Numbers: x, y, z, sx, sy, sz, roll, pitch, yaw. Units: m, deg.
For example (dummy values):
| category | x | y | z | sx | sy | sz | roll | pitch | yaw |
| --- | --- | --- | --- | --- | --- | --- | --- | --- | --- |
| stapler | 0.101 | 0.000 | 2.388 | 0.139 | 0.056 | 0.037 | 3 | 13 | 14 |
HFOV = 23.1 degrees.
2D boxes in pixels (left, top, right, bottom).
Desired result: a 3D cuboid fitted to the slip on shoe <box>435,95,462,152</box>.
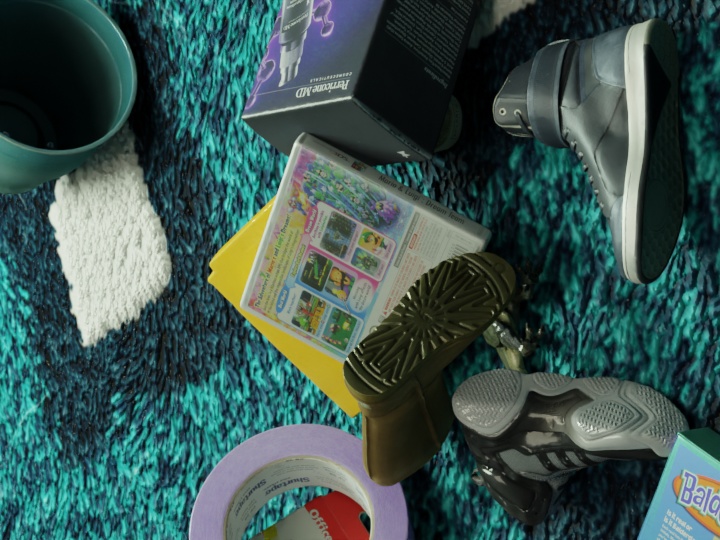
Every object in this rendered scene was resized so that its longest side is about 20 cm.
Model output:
| category | x | y | z | sx | sy | sz | roll | pitch | yaw |
| --- | --- | --- | --- | --- | --- | --- | --- | --- | --- |
| slip on shoe | 0.003 | -0.131 | 1.596 | 0.199 | 0.060 | 0.077 | 5 | 96 | 47 |

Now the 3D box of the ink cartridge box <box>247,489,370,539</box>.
| category | x | y | z | sx | sy | sz | roll | pitch | yaw |
| --- | --- | --- | --- | --- | --- | --- | --- | --- | --- |
| ink cartridge box | -0.053 | 0.293 | 1.628 | 0.117 | 0.199 | 0.068 | 54 | 167 | 30 |

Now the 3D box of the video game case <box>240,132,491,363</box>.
| category | x | y | z | sx | sy | sz | roll | pitch | yaw |
| --- | --- | --- | --- | --- | --- | --- | --- | --- | --- |
| video game case | 0.000 | 0.000 | 1.514 | 0.181 | 0.024 | 0.201 | 28 | 131 | 7 |

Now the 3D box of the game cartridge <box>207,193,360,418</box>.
| category | x | y | z | sx | sy | sz | roll | pitch | yaw |
| --- | --- | --- | --- | --- | --- | --- | --- | --- | --- |
| game cartridge | -0.023 | 0.020 | 1.575 | 0.200 | 0.032 | 0.176 | 45 | 130 | -7 |

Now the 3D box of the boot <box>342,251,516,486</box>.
| category | x | y | z | sx | sy | sz | roll | pitch | yaw |
| --- | --- | --- | --- | --- | --- | --- | --- | --- | --- |
| boot | 0.060 | 0.084 | 1.481 | 0.066 | 0.174 | 0.201 | 51 | 170 | 26 |

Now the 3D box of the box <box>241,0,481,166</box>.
| category | x | y | z | sx | sy | sz | roll | pitch | yaw |
| --- | --- | --- | --- | --- | --- | --- | --- | --- | --- |
| box | 0.007 | -0.196 | 1.502 | 0.147 | 0.104 | 0.202 | -6 | 59 | 46 |

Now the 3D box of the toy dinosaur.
| category | x | y | z | sx | sy | sz | roll | pitch | yaw |
| --- | --- | --- | --- | --- | --- | --- | --- | --- | --- |
| toy dinosaur | 0.124 | 0.044 | 1.488 | 0.088 | 0.047 | 0.202 | -41 | 63 | 55 |

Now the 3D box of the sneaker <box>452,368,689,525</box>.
| category | x | y | z | sx | sy | sz | roll | pitch | yaw |
| --- | --- | --- | --- | --- | --- | --- | --- | --- | --- |
| sneaker | 0.172 | 0.148 | 1.425 | 0.198 | 0.076 | 0.115 | 7 | 122 | 27 |

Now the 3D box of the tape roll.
| category | x | y | z | sx | sy | sz | roll | pitch | yaw |
| --- | --- | --- | --- | --- | --- | --- | --- | --- | --- |
| tape roll | -0.051 | 0.242 | 1.579 | 0.201 | 0.199 | 0.066 | 54 | 168 | 30 |

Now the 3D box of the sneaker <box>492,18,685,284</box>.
| category | x | y | z | sx | sy | sz | roll | pitch | yaw |
| --- | --- | --- | --- | --- | --- | --- | --- | --- | --- |
| sneaker | 0.177 | -0.087 | 1.389 | 0.145 | 0.077 | 0.205 | -5 | 79 | 36 |

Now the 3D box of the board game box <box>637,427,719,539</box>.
| category | x | y | z | sx | sy | sz | roll | pitch | yaw |
| --- | --- | --- | --- | --- | --- | --- | --- | --- | --- |
| board game box | 0.274 | 0.245 | 1.337 | 0.152 | 0.045 | 0.202 | 36 | 118 | 40 |

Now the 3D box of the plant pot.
| category | x | y | z | sx | sy | sz | roll | pitch | yaw |
| --- | --- | --- | --- | --- | --- | --- | --- | --- | --- |
| plant pot | -0.363 | -0.179 | 1.906 | 0.188 | 0.198 | 0.202 | -42 | 62 | 57 |
